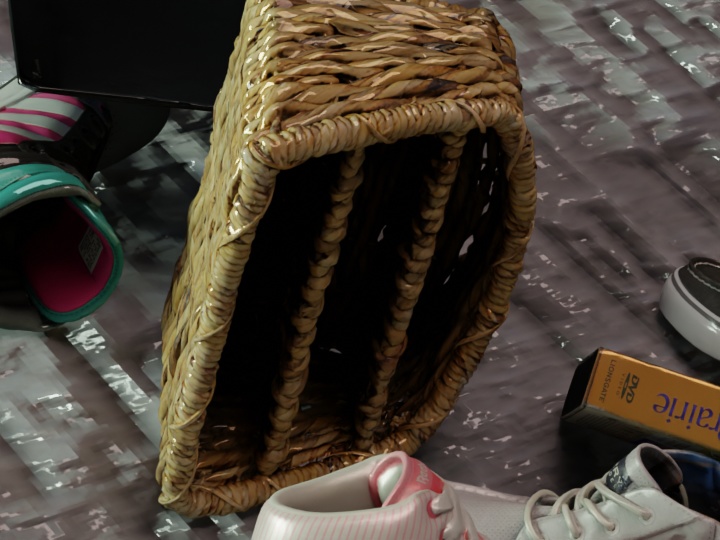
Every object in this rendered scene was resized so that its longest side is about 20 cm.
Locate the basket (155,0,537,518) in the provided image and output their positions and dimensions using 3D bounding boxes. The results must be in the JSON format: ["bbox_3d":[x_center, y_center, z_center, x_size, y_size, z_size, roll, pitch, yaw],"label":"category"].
[{"bbox_3d":[0.000,0.000,1.084,0.142,0.200,0.149,11,33,-10],"label":"basket"}]

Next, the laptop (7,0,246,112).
[{"bbox_3d":[-0.080,-0.085,1.239,0.103,0.200,0.178,-23,40,7],"label":"laptop"}]

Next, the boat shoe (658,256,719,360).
[{"bbox_3d":[0.227,0.031,1.224,0.068,0.057,0.200,-6,26,-44],"label":"boat shoe"}]

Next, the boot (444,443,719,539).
[{"bbox_3d":[0.096,0.104,1.070,0.199,0.096,0.074,17,35,0],"label":"boot"}]

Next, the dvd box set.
[{"bbox_3d":[0.188,0.081,1.123,0.199,0.030,0.146,18,-4,3],"label":"dvd box set"}]

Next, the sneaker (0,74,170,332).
[{"bbox_3d":[-0.138,-0.036,1.176,0.200,0.084,0.121,-23,51,-41],"label":"sneaker"}]

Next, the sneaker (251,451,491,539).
[{"bbox_3d":[0.047,0.126,1.003,0.199,0.105,0.075,5,8,-13],"label":"sneaker"}]
